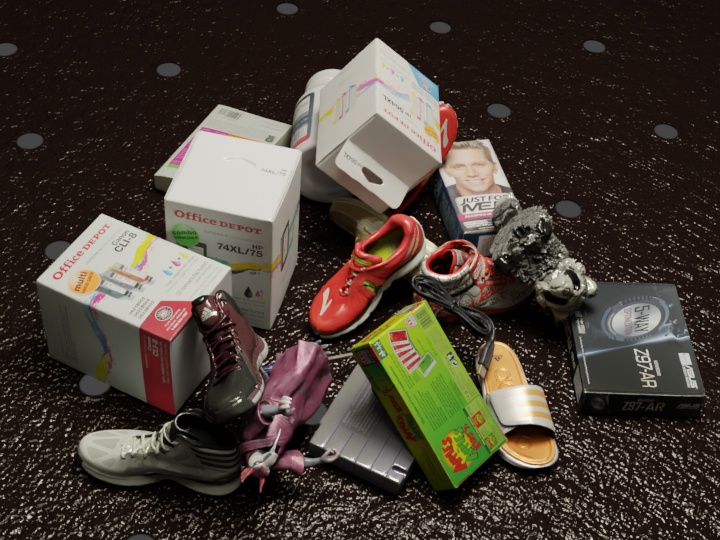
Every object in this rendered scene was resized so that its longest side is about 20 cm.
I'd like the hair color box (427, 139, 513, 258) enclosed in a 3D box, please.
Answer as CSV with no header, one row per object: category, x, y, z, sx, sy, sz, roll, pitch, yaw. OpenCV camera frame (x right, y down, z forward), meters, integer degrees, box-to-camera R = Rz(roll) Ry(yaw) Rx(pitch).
hair color box,0.168,-0.107,1.751,0.099,0.061,0.201,-6,45,-12

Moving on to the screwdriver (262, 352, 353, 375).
screwdriver,-0.087,0.124,1.511,0.198,0.029,0.028,-7,49,-10

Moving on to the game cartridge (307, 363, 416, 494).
game cartridge,0.032,0.176,1.476,0.129,0.039,0.200,19,47,19

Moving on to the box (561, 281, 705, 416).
box,0.356,0.101,1.574,0.159,0.044,0.201,3,45,-2

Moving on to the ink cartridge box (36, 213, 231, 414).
ink cartridge box,-0.280,0.053,1.487,0.199,0.145,0.146,21,47,16

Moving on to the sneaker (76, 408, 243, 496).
sneaker,-0.233,0.193,1.371,0.199,0.116,0.076,7,45,2

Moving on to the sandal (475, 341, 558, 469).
sandal,0.190,0.156,1.491,0.078,0.060,0.208,-6,46,-12

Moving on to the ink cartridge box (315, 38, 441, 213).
ink cartridge box,0.026,-0.191,1.631,0.128,0.125,0.201,33,36,-28

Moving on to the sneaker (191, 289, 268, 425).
sneaker,-0.165,0.090,1.357,0.075,0.116,0.200,-26,18,7

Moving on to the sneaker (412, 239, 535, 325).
sneaker,0.165,0.005,1.605,0.200,0.108,0.067,-15,48,-20

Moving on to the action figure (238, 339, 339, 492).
action figure,-0.103,0.168,1.373,0.148,0.135,0.201,-1,39,28

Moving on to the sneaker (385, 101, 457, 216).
sneaker,0.082,-0.149,1.708,0.077,0.201,0.085,32,4,-16

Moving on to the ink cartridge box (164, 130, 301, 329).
ink cartridge box,-0.166,-0.053,1.564,0.145,0.201,0.147,12,45,7

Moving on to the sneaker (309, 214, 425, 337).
sneaker,0.000,0.000,1.566,0.077,0.085,0.200,40,83,27

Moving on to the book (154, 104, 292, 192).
book,-0.205,-0.174,1.793,0.133,0.048,0.200,19,45,16

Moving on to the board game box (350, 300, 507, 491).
board game box,0.083,0.149,1.415,0.101,0.048,0.201,-35,97,-33

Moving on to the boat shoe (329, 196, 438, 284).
boat shoe,0.026,-0.039,1.662,0.199,0.074,0.067,29,73,30

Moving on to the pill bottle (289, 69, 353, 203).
pill bottle,-0.045,-0.209,1.790,0.118,0.120,0.201,4,45,-1

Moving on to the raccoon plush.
raccoon plush,0.254,-0.026,1.603,0.134,0.097,0.201,43,29,-19

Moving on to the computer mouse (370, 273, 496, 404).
computer mouse,0.091,0.114,1.495,0.140,0.046,0.201,31,55,-8
